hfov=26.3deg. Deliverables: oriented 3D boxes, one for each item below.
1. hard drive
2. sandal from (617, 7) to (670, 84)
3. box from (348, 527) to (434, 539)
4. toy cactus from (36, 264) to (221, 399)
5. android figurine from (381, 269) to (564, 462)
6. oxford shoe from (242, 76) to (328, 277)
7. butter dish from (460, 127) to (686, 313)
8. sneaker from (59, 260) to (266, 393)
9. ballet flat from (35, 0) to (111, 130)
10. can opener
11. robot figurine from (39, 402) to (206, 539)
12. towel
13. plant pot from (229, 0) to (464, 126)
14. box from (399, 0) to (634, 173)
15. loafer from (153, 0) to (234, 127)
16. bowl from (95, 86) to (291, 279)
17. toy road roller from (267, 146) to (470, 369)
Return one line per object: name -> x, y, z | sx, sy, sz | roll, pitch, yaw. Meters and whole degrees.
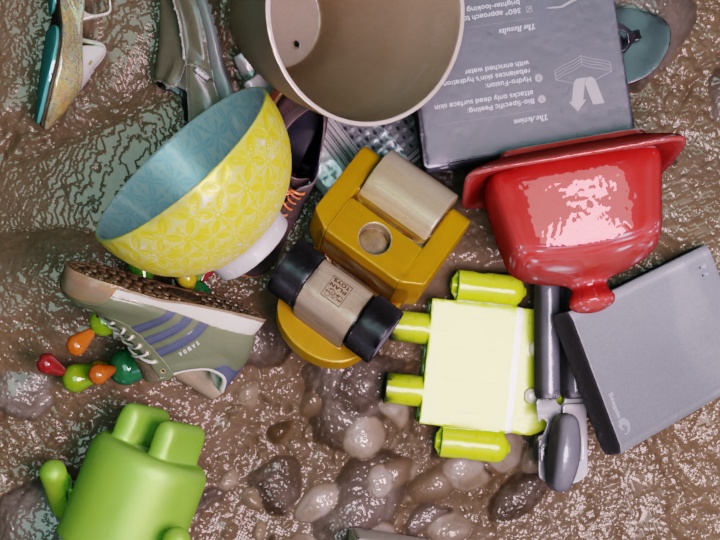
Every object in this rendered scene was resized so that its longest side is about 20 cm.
hard drive -> 0.284, 0.074, 1.478 | 0.199, 0.033, 0.141 | -23, 93, -33
sandal -> 0.211, -0.220, 1.512 | 0.197, 0.043, 0.077 | -2, 89, -6
box -> 0.019, 0.356, 1.473 | 0.094, 0.078, 0.203 | 9, 89, -4
toy cactus -> -0.194, 0.059, 1.462 | 0.200, 0.102, 0.165 | -48, 112, -6
android figurine -> 0.123, 0.094, 1.505 | 0.197, 0.041, 0.185 | 8, 89, -3
oxford shoe -> -0.080, -0.078, 1.445 | 0.070, 0.073, 0.202 | 9, 111, -20
butter dish -> 0.199, -0.035, 1.403 | 0.197, 0.199, 0.150 | -10, 83, 1
sneaker -> -0.184, 0.058, 1.380 | 0.198, 0.067, 0.091 | 16, 101, -31
ballet flat -> -0.270, -0.233, 1.461 | 0.070, 0.071, 0.203 | 4, 89, -5
can opener -> 0.196, 0.107, 1.465 | 0.052, 0.066, 0.203 | 0, 86, -18
robot figurine -> -0.217, 0.229, 1.433 | 0.174, 0.116, 0.202 | 22, 89, 22
towel -> 0.000, -0.181, 1.497 | 0.192, 0.035, 0.201 | -36, 92, -4
plant pot -> -0.038, -0.224, 1.355 | 0.185, 0.199, 0.190 | -3, 97, -27
box -> 0.138, -0.205, 1.437 | 0.194, 0.117, 0.203 | -9, 90, 0
loafer -> -0.165, -0.198, 1.462 | 0.069, 0.075, 0.202 | -18, 91, -9
bowl -> -0.127, -0.058, 1.368 | 0.200, 0.200, 0.108 | -43, 111, -4
toy road roller -> 0.000, 0.000, 1.450 | 0.122, 0.146, 0.201 | 35, 69, 5
